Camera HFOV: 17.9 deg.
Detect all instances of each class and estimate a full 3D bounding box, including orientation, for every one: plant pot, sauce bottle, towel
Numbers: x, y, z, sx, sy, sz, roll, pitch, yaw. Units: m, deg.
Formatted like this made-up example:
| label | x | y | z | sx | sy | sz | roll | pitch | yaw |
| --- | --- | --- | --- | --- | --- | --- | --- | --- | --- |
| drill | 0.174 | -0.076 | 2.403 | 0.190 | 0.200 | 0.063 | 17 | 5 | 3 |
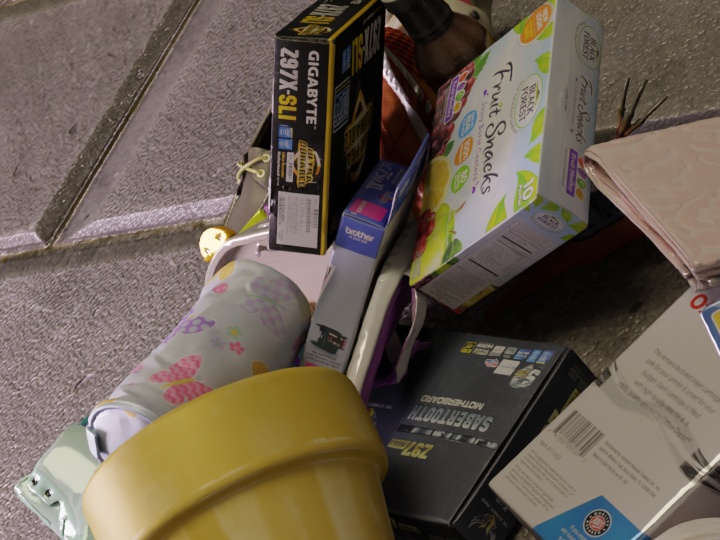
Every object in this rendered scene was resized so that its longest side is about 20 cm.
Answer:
| label | x | y | z | sx | sy | sz | roll | pitch | yaw |
| --- | --- | --- | --- | --- | --- | --- | --- | --- | --- |
| plant pot | -0.056 | 0.194 | 1.505 | 0.201 | 0.201 | 0.189 | -33 | 68 | 15 |
| sauce bottle | 0.086 | -0.153 | 1.784 | 0.065 | 0.200 | 0.065 | -27 | 36 | 21 |
| towel | 0.273 | -0.055 | 1.523 | 0.200 | 0.032 | 0.191 | -11 | 31 | -12 |

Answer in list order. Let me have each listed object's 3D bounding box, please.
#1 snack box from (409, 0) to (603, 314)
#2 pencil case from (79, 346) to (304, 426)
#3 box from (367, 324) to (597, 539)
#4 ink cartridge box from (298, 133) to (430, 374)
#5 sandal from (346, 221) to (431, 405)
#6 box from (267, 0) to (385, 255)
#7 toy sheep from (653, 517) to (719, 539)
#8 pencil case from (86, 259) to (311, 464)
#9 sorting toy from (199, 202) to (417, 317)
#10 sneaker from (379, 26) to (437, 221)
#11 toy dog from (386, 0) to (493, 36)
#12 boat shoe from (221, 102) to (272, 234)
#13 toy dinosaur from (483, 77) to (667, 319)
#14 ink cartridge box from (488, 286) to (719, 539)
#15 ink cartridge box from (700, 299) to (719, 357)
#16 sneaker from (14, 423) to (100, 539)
| label | x | y | z | sx | sy | sz | roll | pitch | yaw |
| --- | --- | --- | --- | --- | --- | --- | --- | --- | --- |
| snack box | 0.107 | -0.085 | 1.653 | 0.142 | 0.053 | 0.200 | -35 | 34 | 40 |
| pencil case | -0.122 | 0.113 | 1.802 | 0.200 | 0.085 | 0.092 | -31 | 71 | 17 |
| box | 0.055 | 0.119 | 1.624 | 0.200 | 0.051 | 0.158 | 6 | 55 | 53 |
| ink cartridge box | 0.000 | 0.000 | 1.704 | 0.119 | 0.042 | 0.200 | -58 | -12 | -63 |
| sandal | 0.030 | 0.037 | 1.657 | 0.050 | 0.083 | 0.203 | 17 | 46 | 5 |
| box | -0.023 | -0.115 | 1.708 | 0.049 | 0.160 | 0.200 | 4 | 17 | 11 |
| toy sheep | 0.205 | 0.203 | 1.275 | 0.138 | 0.138 | 0.200 | -30 | 17 | 20 |
| pencil case | -0.114 | 0.074 | 1.645 | 0.091 | 0.083 | 0.200 | 24 | 43 | 13 |
| sorting toy | -0.022 | -0.038 | 1.891 | 0.200 | 0.107 | 0.180 | -12 | 23 | 40 |
| sneaker | 0.040 | -0.096 | 1.835 | 0.077 | 0.073 | 0.200 | -34 | 67 | 37 |
| toy dog | 0.040 | -0.198 | 1.957 | 0.194 | 0.140 | 0.200 | -55 | 31 | 3 |
| boat shoe | -0.078 | -0.091 | 2.028 | 0.072 | 0.060 | 0.202 | -5 | 47 | 46 |
| toy dinosaur | 0.203 | -0.038 | 1.667 | 0.181 | 0.105 | 0.200 | 19 | 99 | 46 |
| ink cartridge box | 0.200 | 0.117 | 1.429 | 0.200 | 0.086 | 0.146 | -42 | 31 | -3 |
| ink cartridge box | 0.279 | 0.101 | 1.263 | 0.076 | 0.136 | 0.200 | -29 | 70 | 21 |
| sneaker | -0.218 | 0.215 | 1.734 | 0.118 | 0.074 | 0.201 | 18 | 77 | 22 |
